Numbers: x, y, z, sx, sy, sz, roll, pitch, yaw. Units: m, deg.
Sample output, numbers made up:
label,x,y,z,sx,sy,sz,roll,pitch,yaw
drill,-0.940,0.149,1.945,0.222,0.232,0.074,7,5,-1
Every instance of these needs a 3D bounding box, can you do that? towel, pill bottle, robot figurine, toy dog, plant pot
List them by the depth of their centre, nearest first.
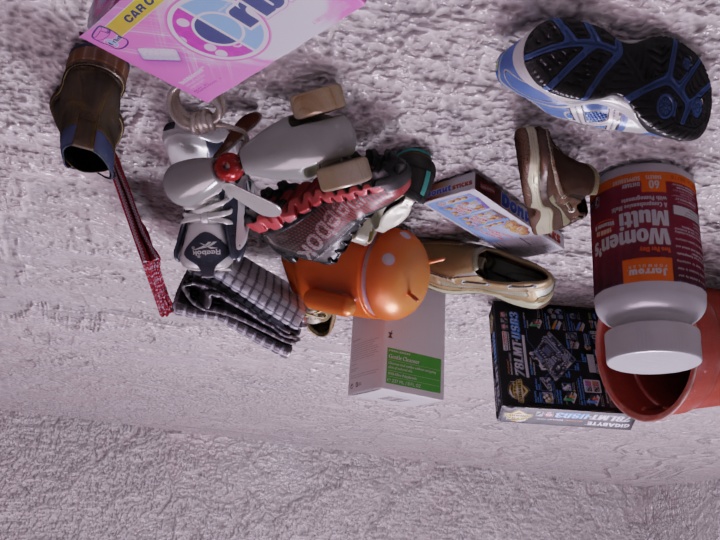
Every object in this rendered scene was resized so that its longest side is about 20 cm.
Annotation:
label,x,y,z,sx,sy,sz,roll,pitch,yaw
toy dog,-0.080,-0.113,0.739,0.200,0.132,0.096,7,-168,13
pill bottle,0.297,-0.001,0.805,0.109,0.200,0.110,3,159,1
towel,-0.258,-0.037,0.921,0.022,0.145,0.200,-20,164,-15
robot figurine,0.001,-0.001,0.957,0.200,0.117,0.144,7,179,32
towel,-0.154,0.037,1.003,0.165,0.086,0.200,31,-177,-11
plant pot,0.466,0.105,1.067,0.195,0.201,0.201,4,160,-19

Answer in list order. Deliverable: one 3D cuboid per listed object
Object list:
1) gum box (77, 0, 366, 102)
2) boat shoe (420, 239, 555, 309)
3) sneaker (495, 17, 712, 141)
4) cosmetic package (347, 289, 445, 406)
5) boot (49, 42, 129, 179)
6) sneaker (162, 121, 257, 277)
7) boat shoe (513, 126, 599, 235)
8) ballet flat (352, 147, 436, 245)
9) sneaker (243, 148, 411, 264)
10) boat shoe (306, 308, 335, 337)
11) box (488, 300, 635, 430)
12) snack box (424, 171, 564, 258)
label,x,y,z,sx,sy,sz,roll,pitch,yaw
gum box,-0.102,-0.200,0.551,0.113,0.066,0.200,22,153,-40
boat shoe,0.145,-0.008,0.976,0.200,0.072,0.076,10,161,16
sneaker,0.202,-0.154,0.632,0.200,0.076,0.077,14,179,-23
cosmetic package,0.051,0.075,1.049,0.107,0.200,0.085,14,159,-31
boot,-0.267,-0.123,0.741,0.075,0.097,0.200,11,158,-17
sneaker,-0.163,-0.063,0.830,0.079,0.130,0.199,2,159,1
boat shoe,0.199,-0.094,0.775,0.075,0.075,0.202,-9,166,14
ballet flat,0.007,-0.071,0.863,0.068,0.069,0.200,14,157,-29
sneaker,-0.024,-0.059,0.807,0.200,0.071,0.098,-17,117,32
boat shoe,-0.068,0.051,1.195,0.074,0.067,0.200,0,159,10
box,0.300,0.139,1.174,0.198,0.200,0.050,2,137,1
snack box,0.162,-0.060,0.923,0.072,0.024,0.200,-12,154,40
